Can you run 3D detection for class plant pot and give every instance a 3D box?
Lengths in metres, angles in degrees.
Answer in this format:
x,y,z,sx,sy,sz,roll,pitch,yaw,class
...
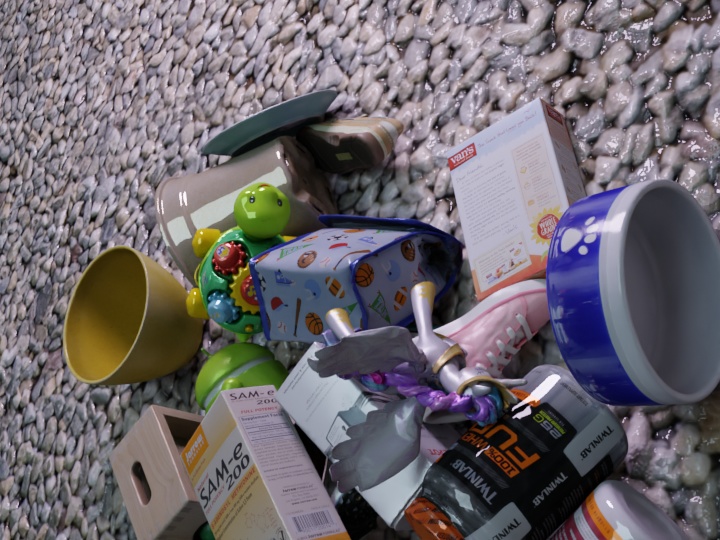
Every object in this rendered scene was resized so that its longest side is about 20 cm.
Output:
x,y,z,sx,sy,sz,roll,pitch,yaw,class
-0.139,-0.079,1.403,0.183,0.200,0.201,-29,55,19,plant pot
-0.314,0.080,1.525,0.199,0.142,0.201,-18,62,38,plant pot

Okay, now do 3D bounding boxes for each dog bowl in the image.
x,y,z,sx,sy,sz,roll,pitch,yaw,class
0.256,0.022,0.956,0.079,0.200,0.201,-12,66,43,dog bowl

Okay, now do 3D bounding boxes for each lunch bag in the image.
x,y,z,sx,sy,sz,roll,pitch,yaw,class
0.000,0.000,1.223,0.169,0.200,0.125,4,110,41,lunch bag

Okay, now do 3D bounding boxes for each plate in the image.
x,y,z,sx,sy,sz,roll,pitch,yaw,class
-0.119,-0.191,1.427,0.200,0.200,0.026,-24,89,36,plate

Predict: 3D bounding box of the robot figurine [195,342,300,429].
x,y,z,sx,sy,sz,roll,pitch,yaw,class
-0.125,0.174,1.302,0.116,0.175,0.200,-40,72,7,robot figurine

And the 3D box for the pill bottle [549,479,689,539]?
x,y,z,sx,sy,sz,roll,pitch,yaw,class
0.203,0.299,0.962,0.200,0.113,0.113,-52,46,15,pill bottle

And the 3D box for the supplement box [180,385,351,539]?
x,y,z,sx,sy,sz,roll,pitch,yaw,class
-0.106,0.240,1.119,0.126,0.073,0.200,-56,52,35,supplement box

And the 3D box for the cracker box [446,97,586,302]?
x,y,z,sx,sy,sz,roll,pitch,yaw,class
0.179,-0.072,1.169,0.134,0.058,0.201,-28,57,33,cracker box

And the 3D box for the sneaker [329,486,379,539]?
x,y,z,sx,sy,sz,roll,pitch,yaw,class
-0.026,0.289,1.161,0.073,0.072,0.201,50,147,35,sneaker

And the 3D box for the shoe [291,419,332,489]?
x,y,z,sx,sy,sz,roll,pitch,yaw,class
-0.056,0.206,1.202,0.053,0.070,0.201,129,152,-57,shoe

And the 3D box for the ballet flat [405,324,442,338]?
x,y,z,sx,sy,sz,roll,pitch,yaw,class
0.044,0.088,1.239,0.199,0.069,0.070,10,81,44,ballet flat

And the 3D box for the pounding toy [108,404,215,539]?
x,y,z,sx,sy,sz,roll,pitch,yaw,class
-0.224,0.298,1.323,0.142,0.184,0.200,-49,47,19,pounding toy

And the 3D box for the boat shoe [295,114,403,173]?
x,y,z,sx,sy,sz,roll,pitch,yaw,class
-0.010,-0.174,1.395,0.076,0.072,0.200,-42,29,-22,boat shoe

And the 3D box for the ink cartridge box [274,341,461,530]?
x,y,z,sx,sy,sz,roll,pitch,yaw,class
0.026,0.177,1.130,0.200,0.146,0.086,41,102,31,ink cartridge box

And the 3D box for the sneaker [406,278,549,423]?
x,y,z,sx,sy,sz,roll,pitch,yaw,class
0.134,0.094,1.107,0.199,0.075,0.105,-27,52,4,sneaker

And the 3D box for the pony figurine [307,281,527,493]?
x,y,z,sx,sy,sz,roll,pitch,yaw,class
0.036,0.096,1.008,0.200,0.192,0.167,-131,30,-57,pony figurine

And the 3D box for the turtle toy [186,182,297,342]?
x,y,z,sx,sy,sz,roll,pitch,yaw,class
-0.131,-0.008,1.281,0.101,0.145,0.201,-145,61,-71,turtle toy

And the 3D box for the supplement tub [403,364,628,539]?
x,y,z,sx,sy,sz,roll,pitch,yaw,class
0.144,0.194,0.990,0.200,0.123,0.122,-41,43,-15,supplement tub
